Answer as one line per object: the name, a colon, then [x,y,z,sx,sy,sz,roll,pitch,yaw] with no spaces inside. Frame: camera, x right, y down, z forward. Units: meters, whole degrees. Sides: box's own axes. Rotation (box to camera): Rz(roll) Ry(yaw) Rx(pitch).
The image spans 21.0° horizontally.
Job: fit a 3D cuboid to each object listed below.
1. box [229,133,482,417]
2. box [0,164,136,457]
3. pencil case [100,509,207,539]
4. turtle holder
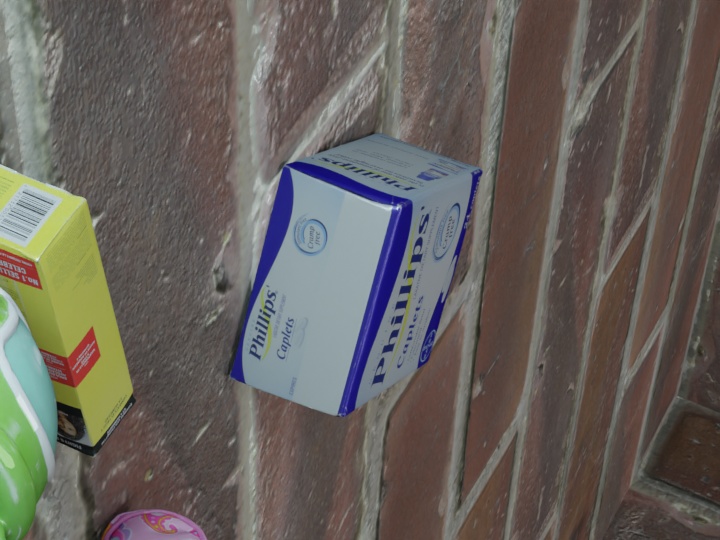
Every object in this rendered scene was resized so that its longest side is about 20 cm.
box: [0.000,0.000,1.566,0.200,0.105,0.185,-26,134,-64]
box: [-0.182,0.025,1.104,0.050,0.075,0.200,-57,160,-32]
pencil case: [-0.162,0.276,1.438,0.087,0.087,0.201,-42,148,-55]
turtle holder: [-0.227,0.059,0.954,0.186,0.141,0.132,48,38,-27]
